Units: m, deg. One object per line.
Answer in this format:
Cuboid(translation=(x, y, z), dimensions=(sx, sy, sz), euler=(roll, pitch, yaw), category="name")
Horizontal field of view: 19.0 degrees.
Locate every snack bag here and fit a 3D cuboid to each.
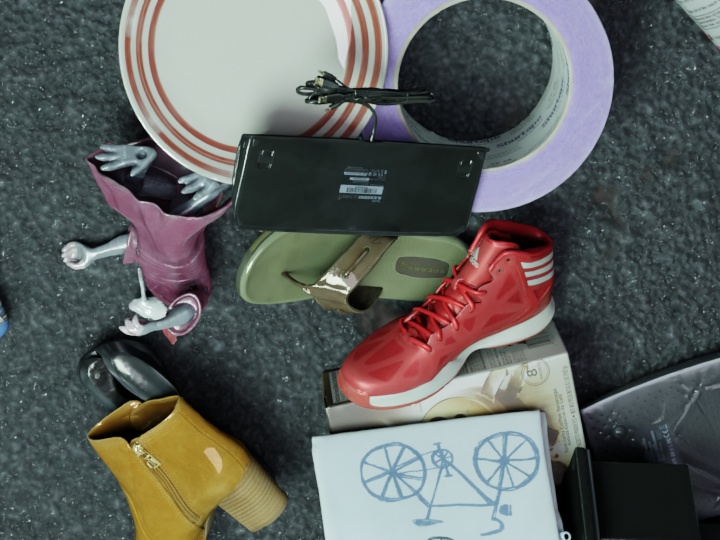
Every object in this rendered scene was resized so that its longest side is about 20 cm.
Cuboid(translation=(0.066, 0.207, 1.639), dimensions=(0.187, 0.201, 0.021), euler=(-7, 152, -3), category="snack bag")

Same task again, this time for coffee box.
Cuboid(translation=(0.075, 0.125, 1.734), dimensions=(0.198, 0.080, 0.114), euler=(-13, 109, 0), category="coffee box")

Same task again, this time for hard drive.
Cuboid(translation=(0.288, 0.133, 1.773), dimensions=(0.199, 0.042, 0.136), euler=(-18, 109, 3), category="hard drive")

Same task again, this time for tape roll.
Cuboid(translation=(0.089, -0.152, 1.643), dimensions=(0.198, 0.085, 0.202), euler=(-2, 108, -5), category="tape roll")

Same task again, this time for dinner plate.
Cuboid(translation=(-0.078, -0.162, 1.565), dimensions=(0.198, 0.024, 0.202), euler=(-1, 93, -14), category="dinner plate")

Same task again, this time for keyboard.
Cuboid(translation=(0.003, -0.085, 1.571), dimensions=(0.199, 0.021, 0.128), euler=(1, 117, -27), category="keyboard")

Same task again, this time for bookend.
Cuboid(translation=(0.252, 0.240, 1.732), dimensions=(0.198, 0.093, 0.199), euler=(3, 140, -7), category="bookend")

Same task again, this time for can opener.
Cuboid(translation=(-0.149, 0.127, 1.730), dimensions=(0.063, 0.079, 0.200), euler=(-41, 117, 4), category="can opener")

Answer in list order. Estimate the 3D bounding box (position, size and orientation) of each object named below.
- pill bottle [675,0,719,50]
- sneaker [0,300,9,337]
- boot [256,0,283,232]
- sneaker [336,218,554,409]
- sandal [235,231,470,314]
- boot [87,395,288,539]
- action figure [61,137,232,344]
Cuboid(translation=(0.255, -0.262, 1.603), dimensions=(0.113, 0.113, 0.200), euler=(-44, 106, 10), category="pill bottle")
Cuboid(translation=(-0.364, 0.070, 1.687), dimensions=(0.199, 0.077, 0.085), euler=(-31, 112, 6), category="sneaker")
Cuboid(translation=(-0.099, -0.126, 1.653), dimensions=(0.106, 0.075, 0.202), euler=(4, 113, 13), category="boot")
Cuboid(translation=(0.066, 0.021, 1.661), dimensions=(0.199, 0.078, 0.116), euler=(-29, 142, -26), category="sneaker")
Cuboid(translation=(0.001, -0.001, 1.678), dimensions=(0.199, 0.057, 0.080), euler=(0, 124, -18), category="sandal")
Cuboid(translation=(-0.169, 0.175, 1.709), dimensions=(0.201, 0.071, 0.144), euler=(-32, 117, 32), category="boot")
Cuboid(translation=(-0.146, -0.026, 1.657), dimensions=(0.148, 0.134, 0.201), euler=(-27, 145, -18), category="action figure")
